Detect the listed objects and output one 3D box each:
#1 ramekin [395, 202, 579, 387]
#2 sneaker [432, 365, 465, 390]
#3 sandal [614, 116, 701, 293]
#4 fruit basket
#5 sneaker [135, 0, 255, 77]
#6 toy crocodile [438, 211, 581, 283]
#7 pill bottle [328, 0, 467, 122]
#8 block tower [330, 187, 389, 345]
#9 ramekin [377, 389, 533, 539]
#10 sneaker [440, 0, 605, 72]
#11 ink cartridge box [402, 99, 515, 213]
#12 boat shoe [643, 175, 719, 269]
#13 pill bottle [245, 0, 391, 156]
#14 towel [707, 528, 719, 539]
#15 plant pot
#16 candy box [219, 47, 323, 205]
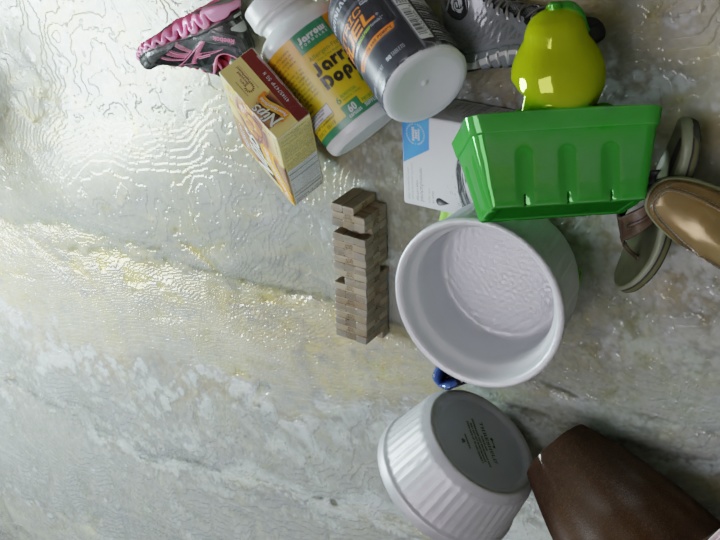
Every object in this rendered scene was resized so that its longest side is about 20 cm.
[{"bbox_3d":[0.147,0.018,1.392,0.198,0.098,0.203,13,120,24],"label":"ramekin"},{"bbox_3d":[0.151,0.091,1.524,0.075,0.078,0.201,43,140,9],"label":"sneaker"},{"bbox_3d":[0.303,-0.073,1.324,0.057,0.080,0.203,10,117,-8],"label":"sandal"},{"bbox_3d":[0.196,-0.160,1.266,0.216,0.215,0.156,51,174,4],"label":"fruit basket"},{"bbox_3d":[-0.214,-0.287,1.631,0.198,0.079,0.096,-13,116,43],"label":"sneaker"},{"bbox_3d":[0.174,-0.022,1.469,0.199,0.062,0.068,33,130,21],"label":"toy crocodile"},{"bbox_3d":[0.030,-0.267,1.389,0.201,0.105,0.107,60,141,35],"label":"pill bottle"},{"bbox_3d":[0.000,0.000,1.622,0.053,0.058,0.202,16,123,31],"label":"block tower"},{"bbox_3d":[0.127,0.240,1.560,0.202,0.202,0.095,44,125,10],"label":"ramekin"},{"bbox_3d":[0.161,-0.279,1.334,0.198,0.075,0.117,-2,110,40],"label":"sneaker"},{"bbox_3d":[0.148,-0.123,1.431,0.198,0.068,0.117,14,122,31],"label":"ink cartridge box"},{"bbox_3d":[0.376,-0.027,1.254,0.198,0.076,0.072,27,118,-5],"label":"boat shoe"},{"bbox_3d":[-0.047,-0.247,1.486,0.201,0.112,0.113,54,134,2],"label":"pill bottle"},{"bbox_3d":[0.454,0.347,1.392,0.198,0.032,0.192,17,130,-17],"label":"towel"},{"bbox_3d":[0.295,0.289,1.482,0.200,0.186,0.188,50,135,24],"label":"plant pot"},{"bbox_3d":[-0.106,-0.172,1.532,0.116,0.055,0.200,50,171,17],"label":"candy box"}]
